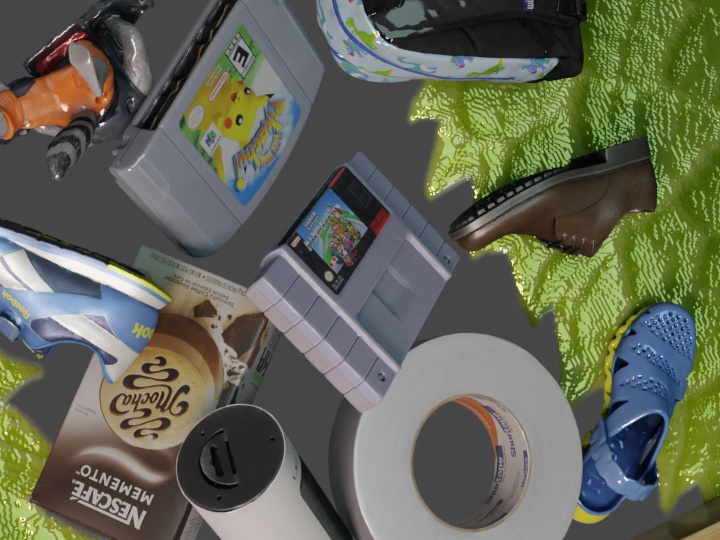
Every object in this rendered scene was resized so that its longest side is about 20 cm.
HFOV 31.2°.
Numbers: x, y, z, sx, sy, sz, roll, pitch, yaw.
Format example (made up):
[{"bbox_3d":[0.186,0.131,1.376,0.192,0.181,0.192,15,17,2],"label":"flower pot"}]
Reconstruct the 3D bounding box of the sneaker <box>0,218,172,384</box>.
[{"bbox_3d":[-0.233,0.013,0.886,0.198,0.074,0.083,22,92,-6],"label":"sneaker"}]

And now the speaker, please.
[{"bbox_3d":[-0.062,0.178,0.927,0.080,0.201,0.082,-9,52,12],"label":"speaker"}]

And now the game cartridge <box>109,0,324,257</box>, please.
[{"bbox_3d":[-0.100,-0.117,0.976,0.201,0.040,0.134,-61,146,-18],"label":"game cartridge"}]

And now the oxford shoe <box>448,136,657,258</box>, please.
[{"bbox_3d":[0.168,-0.045,1.073,0.198,0.073,0.085,-19,94,-16],"label":"oxford shoe"}]

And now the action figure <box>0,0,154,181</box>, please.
[{"bbox_3d":[-0.218,-0.107,0.919,0.199,0.193,0.105,-37,91,16],"label":"action figure"}]

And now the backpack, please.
[{"bbox_3d":[0.063,-0.220,1.027,0.198,0.153,0.165,-12,92,-38],"label":"backpack"}]

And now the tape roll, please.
[{"bbox_3d":[0.076,0.153,1.028,0.198,0.066,0.203,3,81,-20],"label":"tape roll"}]

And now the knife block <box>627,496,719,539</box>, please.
[{"bbox_3d":[0.231,0.256,1.076,0.174,0.064,0.202,27,80,-14],"label":"knife block"}]

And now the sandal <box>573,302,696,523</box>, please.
[{"bbox_3d":[0.235,0.120,1.076,0.079,0.087,0.202,26,78,-11],"label":"sandal"}]

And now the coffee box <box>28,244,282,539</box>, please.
[{"bbox_3d":[-0.145,0.100,0.951,0.112,0.080,0.202,21,80,8],"label":"coffee box"}]

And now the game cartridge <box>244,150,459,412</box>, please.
[{"bbox_3d":[0.000,0.000,0.982,0.130,0.038,0.200,49,37,-12],"label":"game cartridge"}]
